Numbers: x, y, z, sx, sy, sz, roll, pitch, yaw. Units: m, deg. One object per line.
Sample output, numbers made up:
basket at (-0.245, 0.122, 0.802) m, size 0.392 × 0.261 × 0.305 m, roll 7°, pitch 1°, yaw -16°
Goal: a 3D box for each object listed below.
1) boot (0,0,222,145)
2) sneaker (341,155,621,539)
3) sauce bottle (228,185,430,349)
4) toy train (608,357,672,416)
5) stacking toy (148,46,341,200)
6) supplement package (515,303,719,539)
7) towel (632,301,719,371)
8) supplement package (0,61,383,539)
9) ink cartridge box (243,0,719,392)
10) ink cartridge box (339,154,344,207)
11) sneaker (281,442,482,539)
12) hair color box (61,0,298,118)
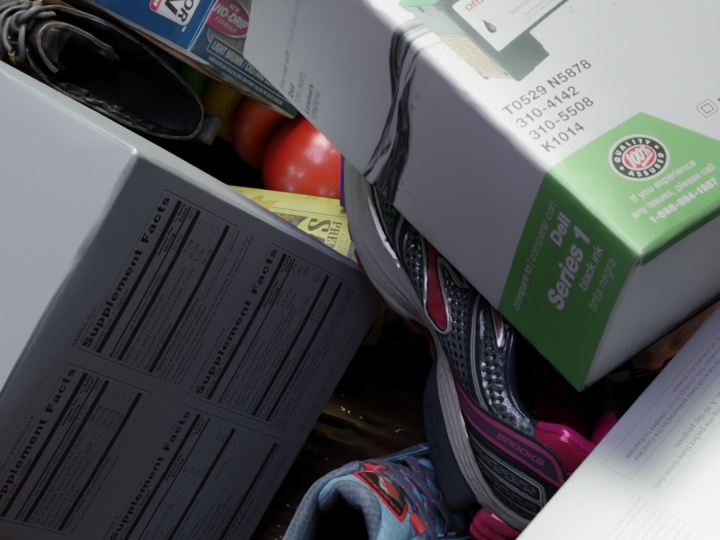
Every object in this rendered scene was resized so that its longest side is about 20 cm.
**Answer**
boot at (-0.173, -0.115, 1.022) m, size 0.174 × 0.200 × 0.069 m, roll 17°, pitch 84°, yaw 62°
sneaker at (0.055, 0.004, 0.863) m, size 0.080 × 0.075 × 0.201 m, roll -8°, pitch 65°, yaw -27°
sauce bottle at (0.000, 0.000, 0.992) m, size 0.199 × 0.066 × 0.066 m, roll 6°, pitch 50°, yaw 16°
toy train at (0.186, 0.025, 0.961) m, size 0.199 × 0.034 × 0.046 m, roll -16°, pitch 50°, yaw -6°
stacking toy at (-0.057, -0.095, 1.087) m, size 0.085 × 0.086 × 0.200 m, roll -26°, pitch 57°, yaw -14°
supplement package at (0.161, 0.152, 0.776) m, size 0.200 × 0.147 × 0.191 m, roll 28°, pitch 58°, yaw 29°
towel at (0.157, -0.084, 0.915) m, size 0.190 × 0.032 × 0.201 m, roll -24°, pitch 69°, yaw 1°
supplement package at (-0.121, 0.015, 0.878) m, size 0.152 × 0.200 × 0.151 m, roll 30°, pitch 91°, yaw 30°
ink cartridge box at (0.073, -0.075, 0.834) m, size 0.146 × 0.084 × 0.200 m, roll -31°, pitch 64°, yaw -30°
ink cartridge box at (0.078, -0.077, 1.023) m, size 0.094 × 0.044 × 0.200 m, roll 17°, pitch 34°, yaw 23°
sneaker at (0.021, 0.109, 0.871) m, size 0.079 × 0.096 × 0.200 m, roll 31°, pitch 60°, yaw 30°
hair color box at (-0.113, -0.146, 1.030) m, size 0.200 × 0.100 × 0.061 m, roll 28°, pitch 90°, yaw 31°
